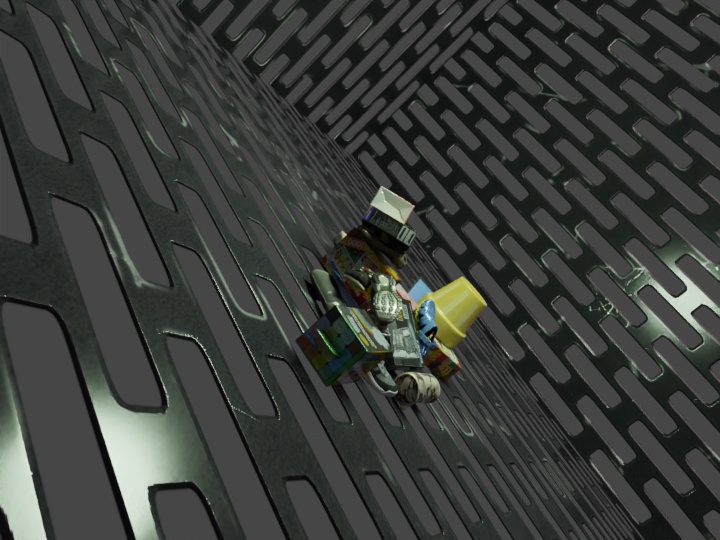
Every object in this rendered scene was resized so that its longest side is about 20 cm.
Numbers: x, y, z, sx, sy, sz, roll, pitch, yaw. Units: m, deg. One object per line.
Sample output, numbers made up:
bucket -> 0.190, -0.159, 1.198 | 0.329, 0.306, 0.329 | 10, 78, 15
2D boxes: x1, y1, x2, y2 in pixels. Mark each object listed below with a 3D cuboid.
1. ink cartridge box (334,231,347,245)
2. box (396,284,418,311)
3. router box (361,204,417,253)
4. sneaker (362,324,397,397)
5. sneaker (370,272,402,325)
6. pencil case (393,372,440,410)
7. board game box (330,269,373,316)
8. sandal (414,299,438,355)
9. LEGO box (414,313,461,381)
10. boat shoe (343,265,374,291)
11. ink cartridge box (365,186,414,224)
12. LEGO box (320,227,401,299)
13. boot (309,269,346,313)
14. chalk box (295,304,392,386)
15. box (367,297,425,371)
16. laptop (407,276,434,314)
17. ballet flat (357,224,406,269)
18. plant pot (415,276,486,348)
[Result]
ink cartridge box -> -0.003, -0.033, 2.118 | 0.200, 0.050, 0.163 | 39, 16, -25
box -> 0.086, 0.079, 1.966 | 0.200, 0.102, 0.095 | 50, 13, 5
router box -> 0.082, -0.115, 1.762 | 0.156, 0.053, 0.200 | 31, -4, 2
sneaker -> 0.043, 0.204, 1.432 | 0.200, 0.114, 0.076 | 48, 13, -4
sneaker -> 0.057, 0.089, 1.515 | 0.076, 0.089, 0.201 | 11, 30, -6
pencil case -> 0.146, 0.310, 1.555 | 0.077, 0.090, 0.200 | 23, 0, 26
board game box -> -0.012, 0.077, 1.620 | 0.201, 0.039, 0.158 | 58, -10, 9
sandal -> 0.214, 0.184, 1.899 | 0.079, 0.087, 0.202 | 29, 60, -32
LEGO box -> 0.241, 0.254, 2.023 | 0.149, 0.077, 0.200 | 41, 15, -28
boat shoe -> 0.001, 0.016, 1.607 | 0.074, 0.063, 0.201 | 39, 1, 5
ink cartridge box -> 0.084, -0.181, 1.799 | 0.116, 0.068, 0.200 | 30, -3, -2
LEGO box -> 0.000, 0.000, 1.773 | 0.201, 0.149, 0.077 | 53, 14, 24
boot -> -0.051, 0.101, 1.558 | 0.182, 0.072, 0.200 | 49, 1, -34
chalk box -> -0.042, 0.160, 1.270 | 0.125, 0.124, 0.200 | 54, 15, 20
box -> 0.099, 0.173, 1.652 | 0.157, 0.049, 0.202 | 17, 56, -52
laptop -> 0.259, 0.147, 2.340 | 0.177, 0.103, 0.200 | 46, 13, -9
ballet flat -> 0.068, -0.075, 1.733 | 0.200, 0.046, 0.068 | 40, 14, -29
plant pot -> 0.318, 0.129, 2.043 | 0.201, 0.189, 0.201 | 44, 13, -13
